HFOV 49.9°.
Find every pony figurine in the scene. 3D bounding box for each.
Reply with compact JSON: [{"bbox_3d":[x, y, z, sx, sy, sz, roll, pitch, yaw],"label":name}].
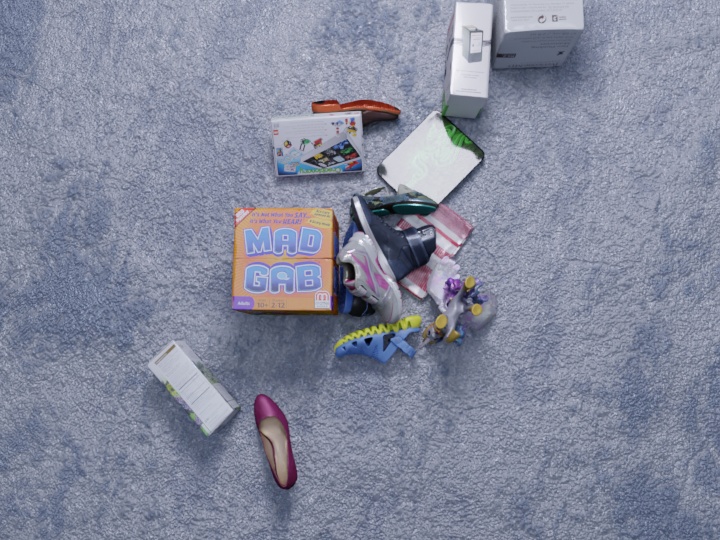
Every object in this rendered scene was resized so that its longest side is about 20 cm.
[{"bbox_3d":[0.196,0.076,1.592,0.166,0.200,0.194,38,75,1],"label":"pony figurine"}]

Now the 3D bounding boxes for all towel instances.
[{"bbox_3d":[0.134,-0.056,1.682,0.143,0.023,0.201,36,87,7],"label":"towel"}]

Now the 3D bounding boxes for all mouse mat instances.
[{"bbox_3d":[0.153,-0.236,1.695,0.200,0.008,0.161,-45,76,-5],"label":"mouse mat"}]

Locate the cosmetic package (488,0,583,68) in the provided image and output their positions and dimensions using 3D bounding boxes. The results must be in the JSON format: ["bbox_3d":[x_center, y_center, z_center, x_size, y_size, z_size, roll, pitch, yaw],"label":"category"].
[{"bbox_3d":[0.364,-0.542,1.631,0.162,0.200,0.168,-1,83,3],"label":"cosmetic package"}]

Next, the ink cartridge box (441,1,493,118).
[{"bbox_3d":[0.227,-0.446,1.654,0.082,0.146,0.204,4,84,-1],"label":"ink cartridge box"}]

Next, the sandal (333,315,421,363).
[{"bbox_3d":[0.041,0.157,1.638,0.197,0.079,0.089,-14,87,3],"label":"sandal"}]

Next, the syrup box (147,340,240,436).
[{"bbox_3d":[-0.352,0.247,1.645,0.081,0.079,0.200,-43,84,-2],"label":"syrup box"}]

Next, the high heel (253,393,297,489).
[{"bbox_3d":[-0.178,0.354,1.616,0.067,0.096,0.202,-26,83,0],"label":"high heel"}]

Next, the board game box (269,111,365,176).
[{"bbox_3d":[-0.091,-0.274,1.680,0.196,0.035,0.128,-3,115,2],"label":"board game box"}]

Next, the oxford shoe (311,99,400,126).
[{"bbox_3d":[-0.009,-0.335,1.706,0.196,0.071,0.074,1,112,0],"label":"oxford shoe"}]

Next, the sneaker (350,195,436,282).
[{"bbox_3d":[0.075,-0.088,1.621,0.145,0.077,0.204,-28,103,-3],"label":"sneaker"}]

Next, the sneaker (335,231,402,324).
[{"bbox_3d":[0.011,0.028,1.583,0.088,0.081,0.202,-33,96,-27],"label":"sneaker"}]

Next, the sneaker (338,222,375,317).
[{"bbox_3d":[0.000,0.000,1.666,0.077,0.070,0.204,9,77,-20],"label":"sneaker"}]

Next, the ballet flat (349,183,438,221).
[{"bbox_3d":[0.069,-0.152,1.658,0.197,0.074,0.076,-5,83,15],"label":"ballet flat"}]

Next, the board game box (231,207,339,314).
[{"bbox_3d":[-0.147,-0.013,1.600,0.196,0.200,0.204,1,85,2],"label":"board game box"}]
